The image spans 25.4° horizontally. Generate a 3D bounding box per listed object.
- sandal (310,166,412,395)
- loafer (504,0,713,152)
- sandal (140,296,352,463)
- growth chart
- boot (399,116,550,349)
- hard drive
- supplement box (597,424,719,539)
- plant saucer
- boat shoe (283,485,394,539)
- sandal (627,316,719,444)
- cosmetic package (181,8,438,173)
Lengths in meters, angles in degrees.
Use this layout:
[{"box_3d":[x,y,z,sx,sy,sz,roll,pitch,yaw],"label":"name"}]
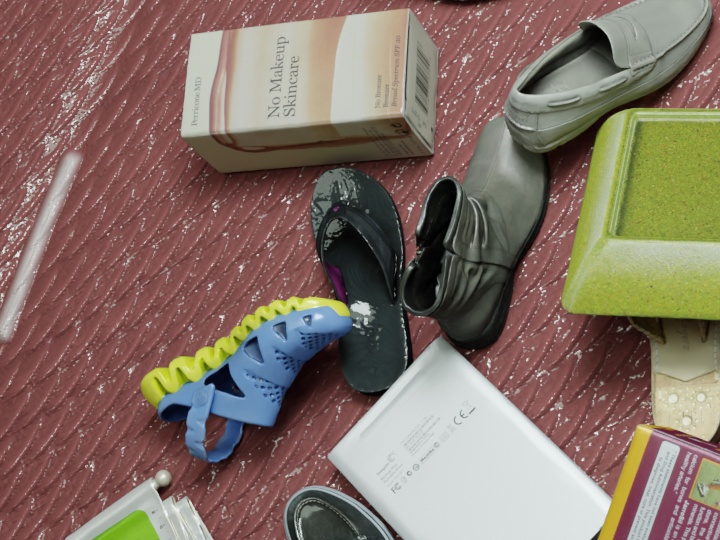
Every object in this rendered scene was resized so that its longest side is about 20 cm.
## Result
[{"box_3d":[0.001,0.000,1.292,0.075,0.048,0.202,-19,66,15],"label":"sandal"},{"box_3d":[0.197,-0.168,1.247,0.200,0.070,0.070,-38,60,-15],"label":"loafer"},{"box_3d":[-0.083,0.088,1.273,0.199,0.079,0.088,-33,65,28],"label":"sandal"},{"box_3d":[-0.161,0.263,1.278,0.145,0.018,0.200,-43,61,3],"label":"growth chart"},{"box_3d":[0.089,-0.045,1.226,0.067,0.131,0.201,7,74,24],"label":"boot"},{"box_3d":[0.085,0.163,1.212,0.132,0.027,0.200,-46,61,0],"label":"hard drive"},{"box_3d":[0.271,0.190,1.082,0.199,0.086,0.111,20,93,26],"label":"supplement box"},{"box_3d":[0.256,-0.054,1.162,0.198,0.048,0.201,2,48,18],"label":"plant saucer"},{"box_3d":[0.004,0.234,1.191,0.072,0.071,0.200,-44,61,2],"label":"boat shoe"},{"box_3d":[0.231,0.025,1.180,0.077,0.070,0.213,-11,67,17],"label":"sandal"},{"box_3d":[-0.041,-0.149,1.342,0.199,0.087,0.104,-5,70,20],"label":"cosmetic package"}]
